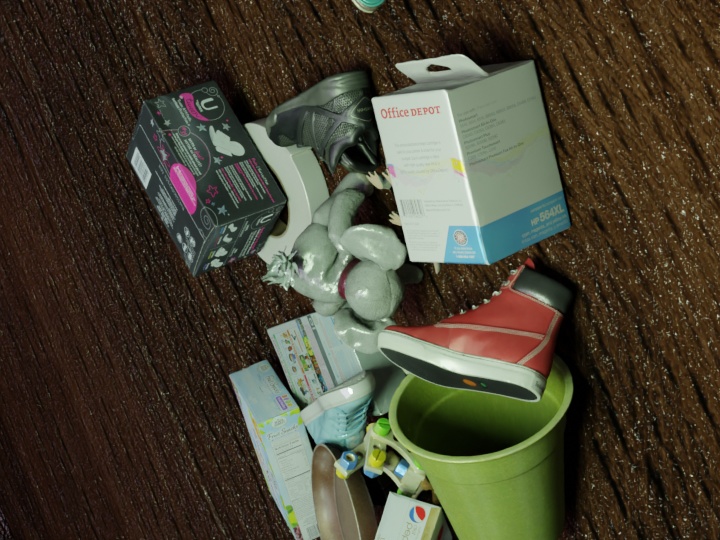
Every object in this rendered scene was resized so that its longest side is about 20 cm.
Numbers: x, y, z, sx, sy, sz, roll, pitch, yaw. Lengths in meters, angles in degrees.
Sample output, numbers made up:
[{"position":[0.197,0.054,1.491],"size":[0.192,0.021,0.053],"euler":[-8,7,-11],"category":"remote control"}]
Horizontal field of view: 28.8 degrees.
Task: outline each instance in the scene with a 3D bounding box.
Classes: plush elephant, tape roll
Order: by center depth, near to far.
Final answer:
[{"position":[0.000,0.000,1.629],"size":[0.154,0.200,0.166],"euler":[25,119,20],"category":"plush elephant"},{"position":[-0.109,-0.099,1.834],"size":[0.202,0.037,0.205],"euler":[34,135,43],"category":"tape roll"}]

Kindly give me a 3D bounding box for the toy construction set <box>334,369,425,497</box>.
[{"position":[0.061,0.179,1.632],"size":[0.130,0.201,0.092],"euler":[25,146,2],"category":"toy construction set"}]

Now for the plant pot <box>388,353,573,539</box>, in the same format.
[{"position":[0.146,0.211,1.519],"size":[0.199,0.199,0.192],"euler":[25,139,47],"category":"plant pot"}]

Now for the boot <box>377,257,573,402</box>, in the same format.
[{"position":[0.122,0.050,1.478],"size":[0.198,0.146,0.072],"euler":[9,158,31],"category":"boot"}]

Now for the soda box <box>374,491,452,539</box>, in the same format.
[{"position":[0.063,0.317,1.635],"size":[0.063,0.069,0.200],"euler":[15,163,13],"category":"soda box"}]

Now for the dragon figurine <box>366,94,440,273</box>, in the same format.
[{"position":[0.072,-0.099,1.544],"size":[0.059,0.099,0.201],"euler":[-5,123,55],"category":"dragon figurine"}]

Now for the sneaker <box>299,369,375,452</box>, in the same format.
[{"position":[-0.013,0.179,1.711],"size":[0.082,0.073,0.200],"euler":[59,160,6],"category":"sneaker"}]

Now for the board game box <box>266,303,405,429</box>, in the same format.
[{"position":[-0.029,0.120,1.818],"size":[0.199,0.064,0.149],"euler":[-19,92,57],"category":"board game box"}]

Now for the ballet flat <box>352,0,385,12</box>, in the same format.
[{"position":[-0.007,-0.378,1.515],"size":[0.062,0.067,0.203],"euler":[-149,45,-83],"category":"ballet flat"}]

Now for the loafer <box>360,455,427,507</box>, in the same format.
[{"position":[0.006,0.274,1.847],"size":[0.199,0.071,0.074],"euler":[-6,104,57],"category":"loafer"}]

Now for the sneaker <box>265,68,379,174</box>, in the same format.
[{"position":[-0.045,-0.157,1.668],"size":[0.199,0.076,0.116],"euler":[-18,87,52],"category":"sneaker"}]

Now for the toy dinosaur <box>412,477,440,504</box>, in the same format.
[{"position":[0.071,0.260,1.740],"size":[0.106,0.060,0.202],"euler":[21,96,43],"category":"toy dinosaur"}]

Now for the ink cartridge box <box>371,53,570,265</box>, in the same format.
[{"position":[0.109,-0.122,1.413],"size":[0.128,0.124,0.202],"euler":[4,112,54],"category":"ink cartridge box"}]

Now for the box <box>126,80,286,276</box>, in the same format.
[{"position":[-0.202,-0.120,1.821],"size":[0.201,0.114,0.132],"euler":[59,148,17],"category":"box"}]

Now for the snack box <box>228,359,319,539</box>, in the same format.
[{"position":[-0.107,0.249,1.935],"size":[0.169,0.067,0.202],"euler":[-133,23,-63],"category":"snack box"}]

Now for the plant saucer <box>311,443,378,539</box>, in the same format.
[{"position":[-0.015,0.306,1.699],"size":[0.200,0.034,0.203],"euler":[168,90,-73],"category":"plant saucer"}]
